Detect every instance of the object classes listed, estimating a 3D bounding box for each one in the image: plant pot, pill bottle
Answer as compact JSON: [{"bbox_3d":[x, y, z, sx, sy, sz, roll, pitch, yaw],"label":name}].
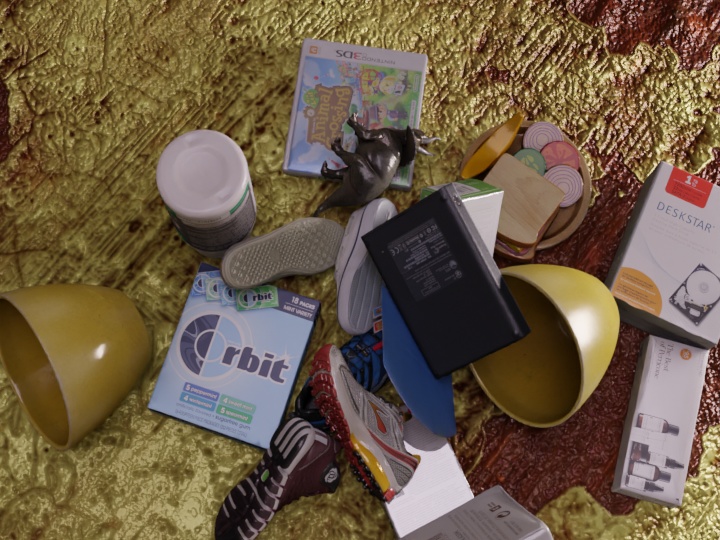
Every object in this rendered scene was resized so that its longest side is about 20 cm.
[{"bbox_3d":[-0.344,0.099,1.331,0.141,0.200,0.202,-25,74,-33],"label":"plant pot"},{"bbox_3d":[0.242,0.073,1.353,0.141,0.200,0.202,-24,74,-36],"label":"plant pot"},{"bbox_3d":[-0.190,-0.089,1.370,0.111,0.200,0.115,0,73,-1],"label":"pill bottle"}]

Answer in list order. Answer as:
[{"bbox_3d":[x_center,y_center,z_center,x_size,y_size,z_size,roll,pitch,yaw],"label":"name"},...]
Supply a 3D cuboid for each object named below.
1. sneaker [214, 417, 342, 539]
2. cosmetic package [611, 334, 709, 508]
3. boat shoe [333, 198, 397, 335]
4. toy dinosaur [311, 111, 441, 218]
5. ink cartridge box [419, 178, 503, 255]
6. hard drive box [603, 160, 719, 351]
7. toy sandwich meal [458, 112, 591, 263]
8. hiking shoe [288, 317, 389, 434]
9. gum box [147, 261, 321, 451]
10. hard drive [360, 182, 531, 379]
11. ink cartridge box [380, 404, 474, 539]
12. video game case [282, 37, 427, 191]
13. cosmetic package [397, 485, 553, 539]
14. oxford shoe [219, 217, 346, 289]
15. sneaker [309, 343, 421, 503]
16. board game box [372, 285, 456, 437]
[{"bbox_3d":[-0.088,0.280,1.339,0.201,0.115,0.076,-53,42,15],"label":"sneaker"},{"bbox_3d":[0.383,0.192,1.378,0.081,0.051,0.203,14,75,2],"label":"cosmetic package"},{"bbox_3d":[0.000,0.000,1.409,0.073,0.066,0.202,42,51,-31],"label":"boat shoe"},{"bbox_3d":[0.009,-0.140,1.430,0.102,0.077,0.200,37,75,16],"label":"toy dinosaur"},{"bbox_3d":[0.116,-0.008,1.379,0.059,0.103,0.204,23,116,39],"label":"ink cartridge box"},{"bbox_3d":[0.420,-0.016,1.424,0.154,0.077,0.202,24,75,5],"label":"hard drive box"},{"bbox_3d":[0.219,-0.117,1.452,0.201,0.070,0.209,0,74,-1],"label":"toy sandwich meal"},{"bbox_3d":[-0.009,0.127,1.367,0.074,0.087,0.201,34,75,18],"label":"hiking shoe"},{"bbox_3d":[-0.160,0.112,1.395,0.167,0.045,0.203,17,75,4],"label":"gum box"},{"bbox_3d":[0.101,0.016,1.308,0.139,0.033,0.202,-29,89,33],"label":"hard drive"},{"bbox_3d":[0.077,0.272,1.352,0.107,0.050,0.203,-22,75,-7],"label":"ink cartridge box"},{"bbox_3d":[-0.006,-0.219,1.502,0.179,0.022,0.204,8,74,2],"label":"video game case"},{"bbox_3d":[0.151,0.389,1.229,0.164,0.167,0.203,-26,100,-9],"label":"cosmetic package"},{"bbox_3d":[-0.102,-0.022,1.407,0.198,0.057,0.077,-19,96,-34],"label":"oxford shoe"},{"bbox_3d":[0.004,0.174,1.301,0.082,0.078,0.202,-33,105,-22],"label":"sneaker"},{"bbox_3d":[0.057,0.120,1.334,0.039,0.158,0.202,-28,36,23],"label":"board game box"}]
